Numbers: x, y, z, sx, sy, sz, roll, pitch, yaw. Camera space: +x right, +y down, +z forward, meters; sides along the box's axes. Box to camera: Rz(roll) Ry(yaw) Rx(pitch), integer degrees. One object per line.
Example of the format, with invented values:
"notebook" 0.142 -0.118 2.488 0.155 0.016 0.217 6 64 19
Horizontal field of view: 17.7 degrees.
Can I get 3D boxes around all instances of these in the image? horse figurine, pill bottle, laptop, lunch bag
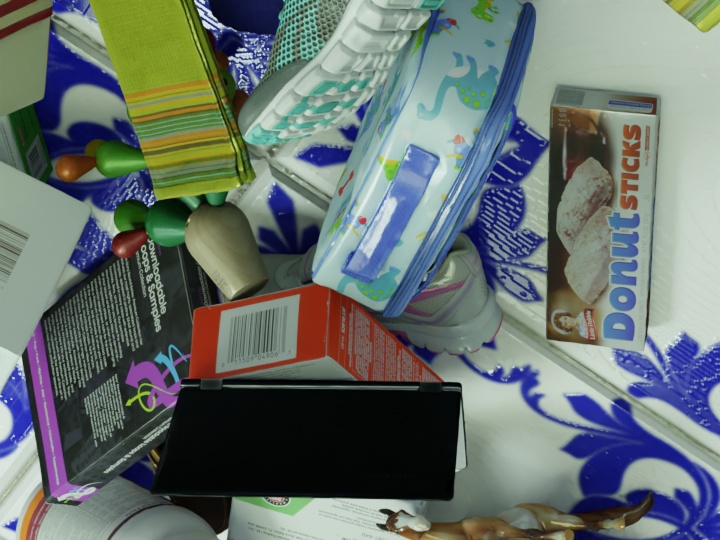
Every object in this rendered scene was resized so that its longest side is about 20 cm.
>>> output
"horse figurine" 0.127 0.193 1.690 0.132 0.199 0.050 0 92 47
"pill bottle" -0.173 0.224 1.778 0.200 0.109 0.110 18 142 51
"laptop" -0.027 0.134 1.513 0.186 0.117 0.200 1 152 5
"lunch bag" 0.040 -0.077 1.491 0.082 0.161 0.200 24 130 -4

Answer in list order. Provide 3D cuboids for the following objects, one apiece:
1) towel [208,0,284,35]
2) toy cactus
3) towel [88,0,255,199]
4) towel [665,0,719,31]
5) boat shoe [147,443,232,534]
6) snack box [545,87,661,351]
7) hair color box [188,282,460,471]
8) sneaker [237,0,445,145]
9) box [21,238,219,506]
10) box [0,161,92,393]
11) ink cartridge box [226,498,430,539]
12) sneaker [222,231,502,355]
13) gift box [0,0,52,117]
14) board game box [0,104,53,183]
"towel" -0.043 -0.241 1.465 0.147 0.050 0.201 9 131 23
"toy cactus" -0.119 -0.055 1.575 0.200 0.102 0.166 -45 69 41
"towel" -0.133 -0.142 1.480 0.086 0.018 0.201 -9 105 40
"towel" 0.167 -0.236 1.412 0.200 0.018 0.086 38 124 -13
"boat shoe" -0.139 0.132 1.777 0.072 0.068 0.201 0 128 17
"snack box" 0.164 -0.033 1.578 0.071 0.024 0.201 6 129 11
"hair color box" -0.020 0.084 1.606 0.110 0.064 0.200 -12 147 25
"sneaker" -0.018 -0.160 1.428 0.200 0.077 0.091 -47 64 31
"box" -0.173 0.066 1.693 0.036 0.144 0.200 12 143 -40
"box" -0.274 0.018 1.644 0.097 0.125 0.200 26 155 -7
"ink cartridge box" -0.026 0.205 1.789 0.144 0.084 0.201 15 130 5
"sneaker" 0.000 0.000 1.627 0.199 0.082 0.089 1 127 7
"gift box" -0.295 -0.181 1.456 0.199 0.187 0.186 13 113 24
"board game box" -0.334 -0.122 1.654 0.199 0.040 0.154 1 128 17
